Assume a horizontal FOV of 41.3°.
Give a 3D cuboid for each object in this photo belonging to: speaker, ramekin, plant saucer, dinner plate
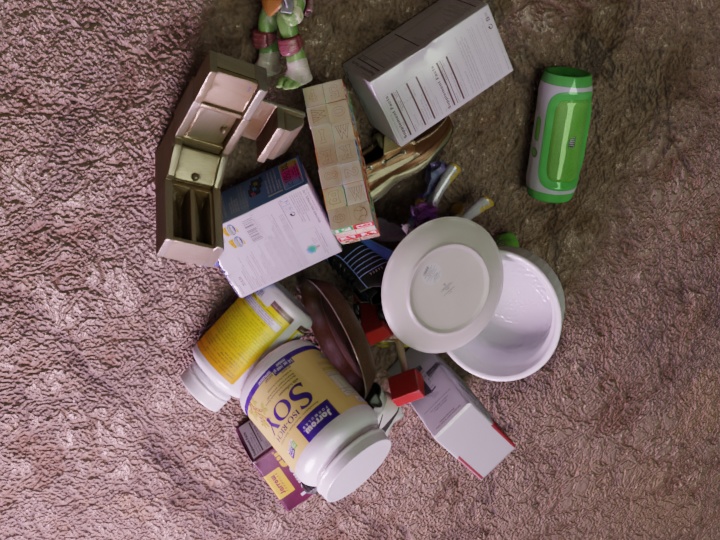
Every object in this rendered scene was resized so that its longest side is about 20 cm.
[{"bbox_3d":[0.314,-0.214,1.510,0.087,0.088,0.203,-6,116,-22],"label":"speaker"},{"bbox_3d":[0.220,0.059,1.468,0.098,0.198,0.203,-29,138,-64],"label":"ramekin"},{"bbox_3d":[-0.029,0.098,1.426,0.034,0.200,0.202,-25,122,-16],"label":"plant saucer"},{"bbox_3d":[0.123,0.024,1.362,0.197,0.024,0.203,-6,105,-21],"label":"dinner plate"}]

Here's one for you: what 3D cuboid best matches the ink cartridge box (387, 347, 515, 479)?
[{"bbox_3d":[0.147,0.225,1.571,0.084,0.200,0.144,-43,124,4],"label":"ink cartridge box"}]

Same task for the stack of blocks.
[{"bbox_3d":[-0.025,-0.148,1.325,0.058,0.115,0.203,-12,82,5],"label":"stack of blocks"}]

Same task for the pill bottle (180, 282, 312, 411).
[{"bbox_3d":[-0.173,0.111,1.419,0.200,0.109,0.109,-46,124,1],"label":"pill bottle"}]

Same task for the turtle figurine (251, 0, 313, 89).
[{"bbox_3d":[-0.133,-0.328,1.214,0.142,0.201,0.196,2,123,12],"label":"turtle figurine"}]

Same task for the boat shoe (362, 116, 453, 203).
[{"bbox_3d":[0.048,-0.175,1.410,0.199,0.076,0.074,-39,121,-5],"label":"boat shoe"}]

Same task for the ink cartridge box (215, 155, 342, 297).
[{"bbox_3d":[-0.144,-0.054,1.350,0.198,0.077,0.137,-26,130,2],"label":"ink cartridge box"}]

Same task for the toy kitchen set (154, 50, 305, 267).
[{"bbox_3d":[-0.155,-0.132,1.228,0.161,0.182,0.200,12,140,-27],"label":"toy kitchen set"}]

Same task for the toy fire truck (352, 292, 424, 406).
[{"bbox_3d":[0.041,0.091,1.472,0.048,0.202,0.141,-22,138,17],"label":"toy fire truck"}]

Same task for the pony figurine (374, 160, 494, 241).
[{"bbox_3d":[0.099,-0.063,1.456,0.193,0.166,0.202,38,79,-41],"label":"pony figurine"}]

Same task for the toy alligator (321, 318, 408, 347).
[{"bbox_3d":[0.037,0.097,1.543,0.197,0.054,0.060,2,112,-26],"label":"toy alligator"}]

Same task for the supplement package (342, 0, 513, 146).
[{"bbox_3d":[0.094,-0.288,1.354,0.199,0.114,0.110,-34,122,-5],"label":"supplement package"}]

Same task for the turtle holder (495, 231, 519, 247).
[{"bbox_3d":[0.246,0.048,1.582,0.141,0.131,0.186,-40,84,26],"label":"turtle holder"}]

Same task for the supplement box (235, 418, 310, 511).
[{"bbox_3d":[-0.079,0.265,1.540,0.199,0.103,0.132,-34,124,-6],"label":"supplement box"}]

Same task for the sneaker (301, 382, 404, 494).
[{"bbox_3d":[-0.006,0.276,1.473,0.200,0.074,0.088,-49,122,2],"label":"sneaker"}]

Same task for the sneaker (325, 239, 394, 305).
[{"bbox_3d":[0.000,0.000,1.402,0.078,0.198,0.070,-58,160,-26],"label":"sneaker"}]

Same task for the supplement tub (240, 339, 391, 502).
[{"bbox_3d":[-0.065,0.215,1.374,0.145,0.200,0.146,-35,153,-21],"label":"supplement tub"}]
